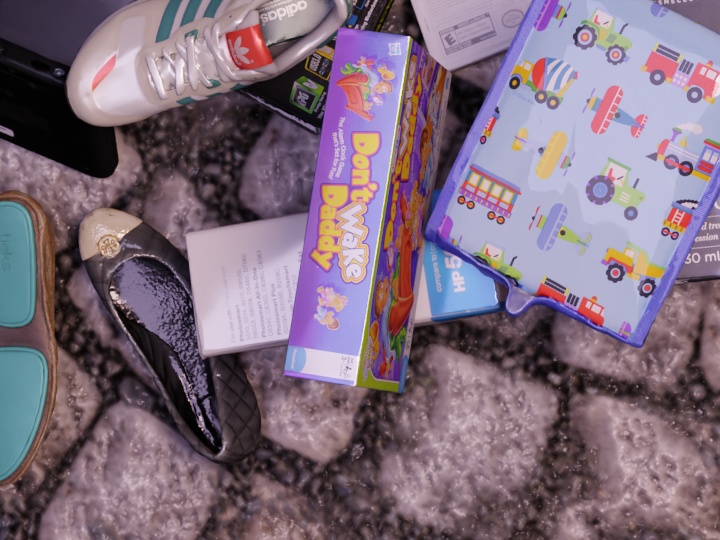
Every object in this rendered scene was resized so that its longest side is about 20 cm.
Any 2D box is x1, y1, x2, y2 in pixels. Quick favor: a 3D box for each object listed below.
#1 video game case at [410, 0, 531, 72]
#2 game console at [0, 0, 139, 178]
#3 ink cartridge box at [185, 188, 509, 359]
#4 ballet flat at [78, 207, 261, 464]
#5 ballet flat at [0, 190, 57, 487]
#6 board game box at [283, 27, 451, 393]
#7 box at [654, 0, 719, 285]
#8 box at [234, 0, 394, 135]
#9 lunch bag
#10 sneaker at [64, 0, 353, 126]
[{"bbox_3d":[0.085,-0.249,1.600,0.142,0.018,0.202,-20,88,13],"label":"video game case"},{"bbox_3d":[-0.237,-0.180,1.628,0.199,0.176,0.117,23,64,11],"label":"game console"},{"bbox_3d":[0.000,0.000,1.560,0.198,0.146,0.085,-8,89,11],"label":"ink cartridge box"},{"bbox_3d":[-0.129,0.041,1.635,0.066,0.057,0.201,-35,85,10],"label":"ballet flat"},{"bbox_3d":[-0.235,0.045,1.650,0.067,0.072,0.202,0,93,11],"label":"ballet flat"},{"bbox_3d":[0.006,-0.031,1.417,0.044,0.134,0.202,8,88,13],"label":"board game box"},{"bbox_3d":[0.257,-0.097,1.522,0.147,0.107,0.202,-6,90,13],"label":"box"},{"bbox_3d":[-0.063,-0.222,1.599,0.192,0.048,0.201,29,107,4],"label":"box"},{"bbox_3d":[0.139,-0.061,1.434,0.150,0.094,0.201,28,89,10],"label":"lunch bag"},{"bbox_3d":[-0.095,-0.146,1.523,0.198,0.093,0.071,-22,107,-5],"label":"sneaker"}]
